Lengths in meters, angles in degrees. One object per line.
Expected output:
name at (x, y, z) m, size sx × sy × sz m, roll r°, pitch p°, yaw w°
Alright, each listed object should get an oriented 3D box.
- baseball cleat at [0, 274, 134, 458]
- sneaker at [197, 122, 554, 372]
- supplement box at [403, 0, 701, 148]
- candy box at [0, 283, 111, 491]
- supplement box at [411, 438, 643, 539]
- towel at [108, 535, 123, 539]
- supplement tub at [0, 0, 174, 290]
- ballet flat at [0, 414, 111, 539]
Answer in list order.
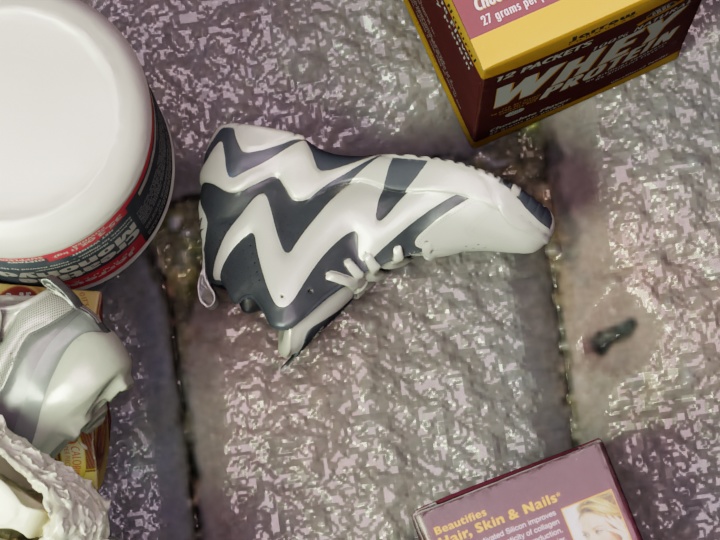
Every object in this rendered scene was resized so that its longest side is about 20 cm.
baseball cleat at (-0.207, 0.086, 1.299) m, size 0.200 × 0.070 × 0.106 m, roll -44°, pitch 84°, yaw 8°
sneaker at (0.000, 0.000, 1.402) m, size 0.199 × 0.079 × 0.130 m, roll 12°, pitch 83°, yaw 3°
supplement box at (0.083, -0.197, 1.369) m, size 0.133 × 0.200 × 0.197 m, roll -24°, pitch 81°, yaw -3°
candy box at (-0.238, 0.059, 1.373) m, size 0.200 × 0.117 × 0.057 m, roll 3°, pitch 49°, yaw 1°
supplement box at (0.114, 0.204, 1.364) m, size 0.110 × 0.086 × 0.200 m, roll -22°, pitch 82°, yaw -3°
towel at (-0.178, 0.229, 1.338) m, size 0.165 × 0.086 × 0.200 m, roll 17°, pitch 80°, yaw 33°
supplement tub at (-0.173, -0.063, 1.352) m, size 0.140 × 0.200 × 0.141 m, roll 0°, pitch 81°, yaw 1°
ballet flat at (-0.210, 0.086, 1.232) m, size 0.200 × 0.072 × 0.072 m, roll 26°, pitch 82°, yaw 16°
